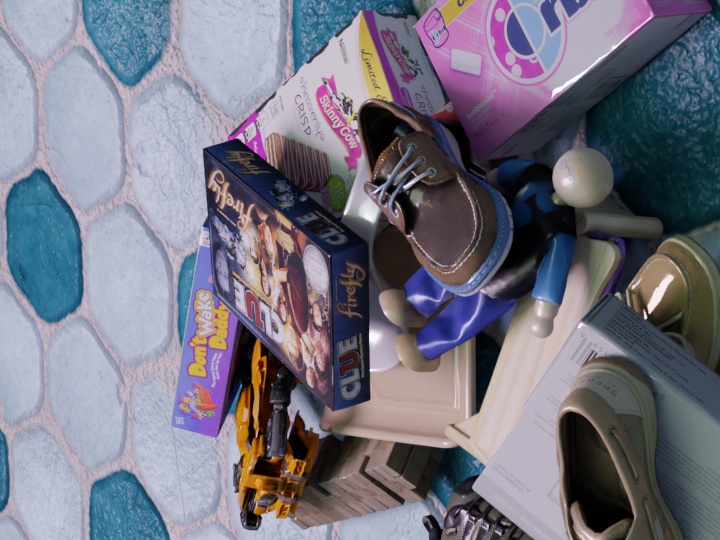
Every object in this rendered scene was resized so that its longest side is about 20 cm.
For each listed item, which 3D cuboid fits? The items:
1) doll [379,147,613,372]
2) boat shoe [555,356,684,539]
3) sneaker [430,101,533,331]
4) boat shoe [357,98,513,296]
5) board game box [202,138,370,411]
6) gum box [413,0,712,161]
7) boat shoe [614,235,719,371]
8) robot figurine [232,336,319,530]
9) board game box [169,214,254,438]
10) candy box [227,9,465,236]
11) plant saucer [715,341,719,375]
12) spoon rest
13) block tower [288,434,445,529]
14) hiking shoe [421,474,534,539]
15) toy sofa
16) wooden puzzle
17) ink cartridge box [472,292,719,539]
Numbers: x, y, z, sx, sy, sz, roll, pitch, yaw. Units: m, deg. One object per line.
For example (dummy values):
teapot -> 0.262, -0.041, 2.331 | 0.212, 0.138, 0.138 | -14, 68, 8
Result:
doll -> 0.098, -0.010, 1.211 | 0.200, 0.048, 0.137 | -44, 46, 31
boat shoe -> 0.152, 0.155, 1.114 | 0.071, 0.064, 0.201 | 2, 116, 34
sneaker -> 0.091, -0.029, 1.327 | 0.075, 0.084, 0.201 | -17, 87, 53
boat shoe -> 0.038, -0.053, 1.211 | 0.072, 0.072, 0.200 | -52, 31, 13
board game box -> -0.058, 0.000, 1.373 | 0.200, 0.034, 0.136 | 39, 139, 49
gum box -> 0.131, -0.170, 1.238 | 0.200, 0.066, 0.114 | -39, 70, 44
boat shoe -> 0.179, 0.070, 1.183 | 0.073, 0.063, 0.201 | 46, 133, 34
robot figurine -> -0.071, 0.120, 1.524 | 0.201, 0.058, 0.145 | -93, 17, -47
board game box -> -0.116, 0.024, 1.574 | 0.045, 0.135, 0.201 | 14, 118, 3
candy box -> -0.016, -0.096, 1.435 | 0.200, 0.061, 0.137 | -38, 63, 42
plant saucer -> 0.260, 0.154, 1.195 | 0.200, 0.048, 0.201 | 42, 131, 38
spoon rest -> 0.000, 0.000, 1.369 | 0.099, 0.061, 0.201 | 24, 131, 17
block tower -> -0.008, 0.172, 1.522 | 0.054, 0.058, 0.200 | 37, 149, -20
hiking shoe -> 0.105, 0.203, 1.385 | 0.200, 0.075, 0.101 | -38, 73, 51
toy sofa -> 0.143, 0.051, 1.255 | 0.097, 0.083, 0.201 | 33, 112, 45
wooden puzzle -> 0.034, 0.035, 1.444 | 0.185, 0.037, 0.201 | 1, 87, 52
ink cartridge box -> 0.190, 0.139, 1.151 | 0.200, 0.044, 0.174 | 38, 133, 11
